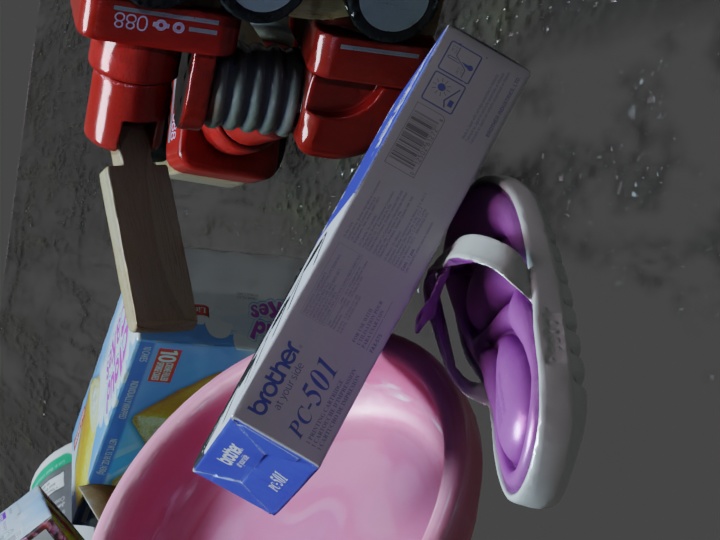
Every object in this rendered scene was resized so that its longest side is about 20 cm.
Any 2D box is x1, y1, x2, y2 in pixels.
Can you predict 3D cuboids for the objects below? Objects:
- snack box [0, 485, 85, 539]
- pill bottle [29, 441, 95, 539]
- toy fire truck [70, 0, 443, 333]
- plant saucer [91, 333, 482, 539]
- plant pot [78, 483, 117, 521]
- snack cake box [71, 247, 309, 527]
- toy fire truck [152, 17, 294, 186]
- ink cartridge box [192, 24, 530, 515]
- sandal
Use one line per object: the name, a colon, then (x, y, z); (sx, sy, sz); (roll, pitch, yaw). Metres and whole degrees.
snack box: (-0.147, 0.193, 1.307); (0.142, 0.053, 0.200); (54, 173, -6)
pill bottle: (-0.160, 0.214, 1.566); (0.200, 0.113, 0.113); (-97, 20, -47)
toy fire truck: (-0.059, -0.080, 1.190); (0.129, 0.176, 0.200); (-113, 32, -62)
plant saucer: (-0.029, 0.119, 1.048); (0.200, 0.051, 0.201); (-24, 41, 23)
plant pot: (-0.077, 0.186, 1.187); (0.200, 0.027, 0.200); (57, 171, 15)
snack cake box: (-0.089, 0.072, 1.357); (0.200, 0.115, 0.067); (114, 158, -51)
toy fire truck: (-0.071, -0.147, 1.392); (0.200, 0.129, 0.176); (-7, 76, 63)
ink cartridge box: (0.000, 0.000, 1.022); (0.200, 0.044, 0.094); (-61, 3, -22)
sandal: (0.049, 0.018, 0.968); (0.203, 0.050, 0.083); (-108, 30, -62)
